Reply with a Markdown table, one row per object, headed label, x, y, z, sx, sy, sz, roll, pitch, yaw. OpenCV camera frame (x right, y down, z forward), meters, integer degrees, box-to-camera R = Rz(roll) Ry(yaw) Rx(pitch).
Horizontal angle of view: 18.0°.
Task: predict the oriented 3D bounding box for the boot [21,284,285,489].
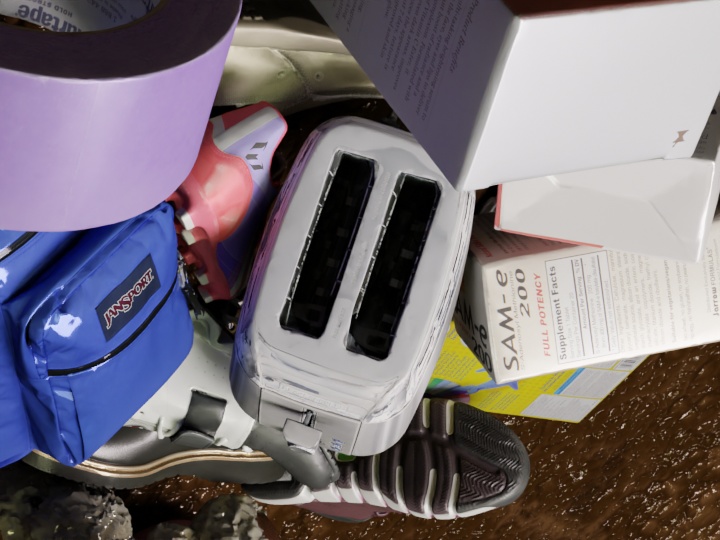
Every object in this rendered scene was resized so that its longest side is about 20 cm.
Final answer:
| label | x | y | z | sx | sy | sz | roll | pitch | yaw |
| --- | --- | --- | --- | --- | --- | --- | --- | --- | --- |
| boot | -0.111 | 0.053 | 1.357 | 0.199 | 0.077 | 0.139 | 1 | 119 | -42 |

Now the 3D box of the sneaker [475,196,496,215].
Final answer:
| label | x | y | z | sx | sy | sz | roll | pitch | yaw |
| --- | --- | --- | --- | --- | --- | --- | --- | --- | --- |
| sneaker | 0.140 | -0.035 | 1.417 | 0.075 | 0.092 | 0.201 | 5 | 129 | -40 |

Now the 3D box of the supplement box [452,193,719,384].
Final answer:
| label | x | y | z | sx | sy | sz | roll | pitch | yaw |
| --- | --- | --- | --- | --- | --- | --- | --- | --- | --- |
| supplement box | 0.156 | 0.000 | 1.307 | 0.198 | 0.126 | 0.074 | -10 | 103 | -6 |

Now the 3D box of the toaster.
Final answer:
| label | x | y | z | sx | sy | sz | roll | pitch | yaw |
| --- | --- | --- | --- | --- | --- | --- | --- | --- | --- |
| toaster | 0.000 | 0.000 | 1.211 | 0.129 | 0.113 | 0.201 | 105 | 5 | -82 |

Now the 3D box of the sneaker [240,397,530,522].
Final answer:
| label | x | y | z | sx | sy | sz | roll | pitch | yaw |
| --- | --- | --- | --- | --- | --- | --- | --- | --- | --- |
| sneaker | 0.028 | 0.130 | 1.483 | 0.199 | 0.076 | 0.115 | 2 | 165 | 23 |

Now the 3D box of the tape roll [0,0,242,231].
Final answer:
| label | x | y | z | sx | sy | sz | roll | pitch | yaw |
| --- | --- | --- | --- | --- | --- | --- | --- | --- | --- |
| tape roll | -0.159 | -0.113 | 1.025 | 0.199 | 0.200 | 0.085 | -6 | 134 | -32 |

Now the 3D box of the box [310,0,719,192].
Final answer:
| label | x | y | z | sx | sy | sz | roll | pitch | yaw |
| --- | --- | --- | --- | --- | --- | --- | --- | --- | --- |
| box | 0.077 | -0.150 | 1.159 | 0.151 | 0.200 | 0.107 | -9 | 135 | -31 |

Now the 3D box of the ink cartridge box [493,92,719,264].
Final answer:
| label | x | y | z | sx | sy | sz | roll | pitch | yaw |
| --- | --- | --- | --- | --- | --- | --- | --- | --- | --- |
| ink cartridge box | 0.152 | -0.088 | 1.277 | 0.116 | 0.200 | 0.068 | 10 | 122 | 11 |

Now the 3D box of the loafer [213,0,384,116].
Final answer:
| label | x | y | z | sx | sy | sz | roll | pitch | yaw |
| --- | --- | --- | --- | --- | --- | --- | --- | --- | --- |
| loafer | -0.034 | -0.118 | 1.220 | 0.199 | 0.076 | 0.069 | 5 | 130 | -28 |

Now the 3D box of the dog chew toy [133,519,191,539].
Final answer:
| label | x | y | z | sx | sy | sz | roll | pitch | yaw |
| --- | --- | --- | --- | --- | --- | --- | --- | --- | --- |
| dog chew toy | -0.163 | 0.231 | 1.461 | 0.199 | 0.125 | 0.125 | -7 | 136 | -19 |

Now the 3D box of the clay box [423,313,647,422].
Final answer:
| label | x | y | z | sx | sy | sz | roll | pitch | yaw |
| --- | --- | --- | --- | --- | --- | --- | --- | --- | --- |
| clay box | 0.074 | 0.042 | 1.432 | 0.199 | 0.048 | 0.115 | 10 | 147 | -22 |

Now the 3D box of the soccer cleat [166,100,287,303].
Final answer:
| label | x | y | z | sx | sy | sz | roll | pitch | yaw |
| --- | --- | --- | --- | --- | --- | --- | --- | --- | --- |
| soccer cleat | -0.071 | -0.035 | 1.238 | 0.076 | 0.067 | 0.200 | -34 | 168 | -8 |

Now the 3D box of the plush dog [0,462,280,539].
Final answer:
| label | x | y | z | sx | sy | sz | roll | pitch | yaw |
| --- | --- | --- | --- | --- | --- | --- | --- | --- | --- |
| plush dog | -0.165 | 0.183 | 1.349 | 0.161 | 0.172 | 0.200 | -54 | 163 | 20 |

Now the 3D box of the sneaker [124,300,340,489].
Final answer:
| label | x | y | z | sx | sy | sz | roll | pitch | yaw |
| --- | --- | --- | --- | --- | --- | --- | --- | --- | --- |
| sneaker | -0.099 | 0.069 | 1.297 | 0.200 | 0.074 | 0.089 | 44 | 85 | -13 |

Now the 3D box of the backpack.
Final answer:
| label | x | y | z | sx | sy | sz | roll | pitch | yaw |
| --- | --- | --- | --- | --- | --- | --- | --- | --- | --- |
| backpack | -0.174 | -0.017 | 1.137 | 0.163 | 0.167 | 0.201 | -52 | 150 | -35 |
